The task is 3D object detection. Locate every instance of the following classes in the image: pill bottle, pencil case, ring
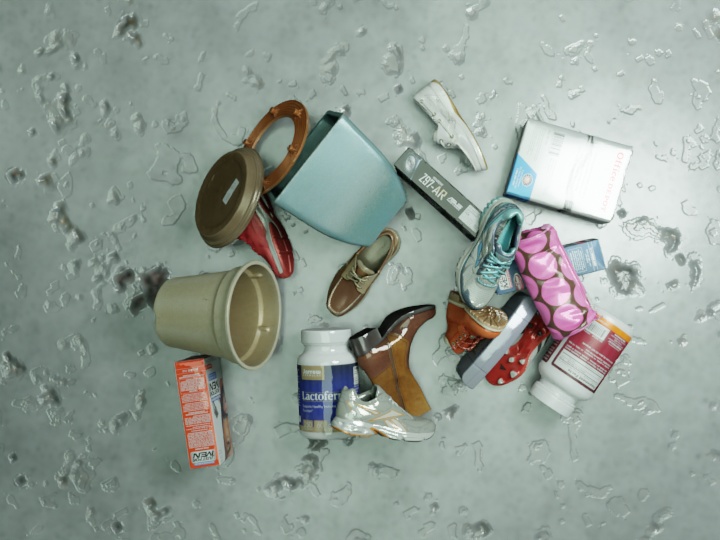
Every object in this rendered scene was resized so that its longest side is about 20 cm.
[{"bbox_3d":[0.401,0.164,1.614,0.113,0.113,0.200,34,93,4],"label":"pill bottle"},{"bbox_3d":[-0.061,0.209,1.650,0.116,0.116,0.200,-3,89,5],"label":"pill bottle"},{"bbox_3d":[0.338,0.015,1.533,0.094,0.091,0.200,-27,91,40],"label":"pencil case"},{"bbox_3d":[-0.169,-0.231,1.635,0.019,0.200,0.201,29,93,-36],"label":"ring"}]

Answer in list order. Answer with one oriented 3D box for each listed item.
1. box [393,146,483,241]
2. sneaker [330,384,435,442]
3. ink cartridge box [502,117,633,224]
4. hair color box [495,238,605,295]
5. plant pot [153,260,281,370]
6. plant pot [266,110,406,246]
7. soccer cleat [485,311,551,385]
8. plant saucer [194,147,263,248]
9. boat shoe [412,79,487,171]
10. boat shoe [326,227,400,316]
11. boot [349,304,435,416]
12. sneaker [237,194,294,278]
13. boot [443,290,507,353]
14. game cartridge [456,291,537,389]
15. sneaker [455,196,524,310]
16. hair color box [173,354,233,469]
[{"bbox_3d":[0.150,-0.135,1.610,0.200,0.160,0.044,42,93,4],"label":"box"},{"bbox_3d":[0.049,0.256,1.589,0.200,0.076,0.092,10,87,-22],"label":"sneaker"},{"bbox_3d":[0.382,-0.181,1.630,0.200,0.084,0.145,17,91,4],"label":"ink cartridge box"},{"bbox_3d":[0.340,-0.008,1.625,0.200,0.100,0.061,-14,90,4],"label":"hair color box"},{"bbox_3d":[-0.273,0.079,1.635,0.183,0.200,0.201,1,90,23],"label":"plant pot"},{"bbox_3d":[-0.031,-0.153,1.614,0.200,0.196,0.196,38,93,-15],"label":"plant pot"},{"bbox_3d":[0.309,0.140,1.646,0.069,0.085,0.200,44,116,21],"label":"soccer cleat"},{"bbox_3d":[-0.251,-0.140,1.640,0.029,0.200,0.200,23,92,-38],"label":"plant saucer"},{"bbox_3d":[0.167,-0.261,1.657,0.069,0.071,0.200,-32,79,5],"label":"boat shoe"},{"bbox_3d":[0.000,0.000,1.666,0.076,0.072,0.200,34,93,4],"label":"boat shoe"},{"bbox_3d":[0.094,0.179,1.657,0.188,0.068,0.200,-29,101,-28],"label":"boot"},{"bbox_3d":[-0.210,-0.063,1.694,0.115,0.078,0.200,-24,82,17],"label":"sneaker"},{"bbox_3d":[0.204,0.108,1.594,0.075,0.200,0.107,14,96,-13],"label":"boot"},{"bbox_3d":[0.250,0.125,1.616,0.042,0.133,0.200,39,92,3],"label":"game cartridge"},{"bbox_3d":[0.222,-0.024,1.494,0.078,0.086,0.200,12,101,-17],"label":"sneaker"},{"bbox_3d":[-0.296,0.264,1.670,0.064,0.111,0.200,-8,90,5],"label":"hair color box"}]
